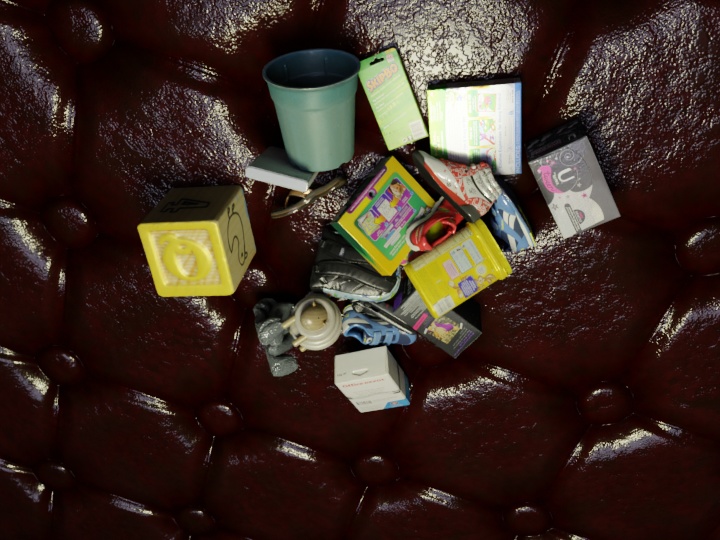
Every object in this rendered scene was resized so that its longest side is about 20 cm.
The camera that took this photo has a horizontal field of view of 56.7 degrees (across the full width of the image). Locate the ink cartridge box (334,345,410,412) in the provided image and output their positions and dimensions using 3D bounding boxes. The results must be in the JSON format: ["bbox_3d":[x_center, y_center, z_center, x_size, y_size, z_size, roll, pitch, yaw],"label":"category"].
[{"bbox_3d":[0.033,0.288,1.741,0.144,0.087,0.201,-12,143,15],"label":"ink cartridge box"}]

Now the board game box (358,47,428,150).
[{"bbox_3d":[0.068,-0.365,1.426,0.094,0.030,0.202,-17,119,17],"label":"board game box"}]

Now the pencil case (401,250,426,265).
[{"bbox_3d":[0.185,-0.032,1.575,0.197,0.089,0.089,16,122,1],"label":"pencil case"}]

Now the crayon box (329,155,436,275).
[{"bbox_3d":[0.059,-0.121,1.488,0.172,0.058,0.201,44,75,-18],"label":"crayon box"}]

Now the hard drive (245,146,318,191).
[{"bbox_3d":[-0.160,-0.223,1.444,0.130,0.200,0.027,14,114,0],"label":"hard drive"}]

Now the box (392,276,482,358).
[{"bbox_3d":[0.189,0.095,1.623,0.199,0.123,0.106,36,119,-13],"label":"box"}]

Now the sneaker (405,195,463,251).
[{"bbox_3d":[0.190,-0.106,1.469,0.200,0.085,0.077,-43,116,-18],"label":"sneaker"}]

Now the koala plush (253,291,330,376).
[{"bbox_3d":[-0.160,0.133,1.702,0.197,0.185,0.179,-18,128,-5],"label":"koala plush"}]

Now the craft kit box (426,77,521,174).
[{"bbox_3d":[0.244,-0.300,1.427,0.194,0.049,0.202,-3,120,8],"label":"craft kit box"}]

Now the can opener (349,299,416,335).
[{"bbox_3d":[0.058,0.096,1.646,0.198,0.079,0.064,29,150,9],"label":"can opener"}]

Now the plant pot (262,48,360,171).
[{"bbox_3d":[-0.091,-0.327,1.388,0.197,0.201,0.198,1,129,8],"label":"plant pot"}]

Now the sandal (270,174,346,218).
[{"bbox_3d":[-0.125,-0.179,1.541,0.198,0.082,0.055,-26,97,24],"label":"sandal"}]

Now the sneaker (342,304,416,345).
[{"bbox_3d":[0.044,0.157,1.693,0.197,0.083,0.074,16,135,1],"label":"sneaker"}]

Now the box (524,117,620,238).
[{"bbox_3d":[0.446,-0.192,1.415,0.131,0.115,0.201,-23,114,21],"label":"box"}]

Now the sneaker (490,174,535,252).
[{"bbox_3d":[0.323,-0.122,1.503,0.081,0.074,0.201,-23,113,23],"label":"sneaker"}]

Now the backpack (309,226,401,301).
[{"bbox_3d":[0.000,0.000,1.581,0.197,0.165,0.154,6,163,17],"label":"backpack"}]

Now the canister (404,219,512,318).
[{"bbox_3d":[0.214,-0.004,1.490,0.199,0.087,0.150,-32,88,-1],"label":"canister"}]

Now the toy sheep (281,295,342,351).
[{"bbox_3d":[-0.106,0.125,1.563,0.136,0.200,0.140,0,80,3],"label":"toy sheep"}]

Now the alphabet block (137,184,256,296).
[{"bbox_3d":[-0.376,-0.072,1.570,0.193,0.201,0.198,-3,121,11],"label":"alphabet block"}]

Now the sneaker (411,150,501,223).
[{"bbox_3d":[0.210,-0.207,1.432,0.108,0.067,0.202,-43,83,-4],"label":"sneaker"}]
